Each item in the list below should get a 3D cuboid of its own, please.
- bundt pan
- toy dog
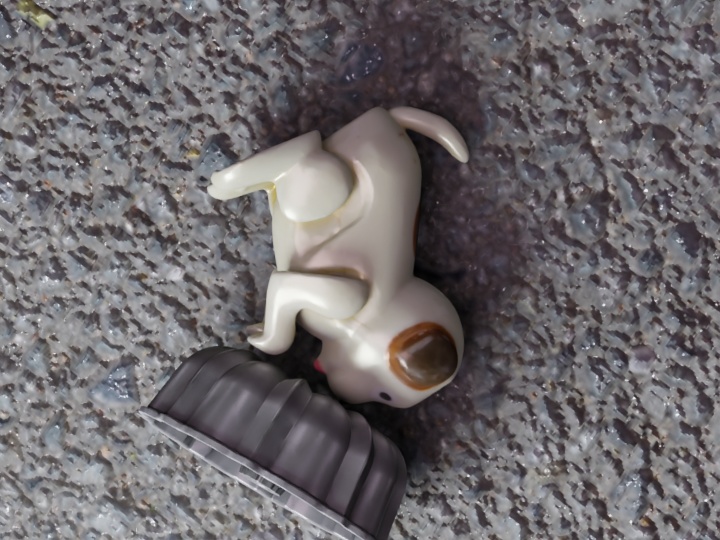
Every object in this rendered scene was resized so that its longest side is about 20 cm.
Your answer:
[{"bbox_3d":[-0.053,0.117,1.757,0.201,0.202,0.076,27,81,13],"label":"bundt pan"},{"bbox_3d":[0.000,0.000,1.753,0.193,0.139,0.201,-22,91,-14],"label":"toy dog"}]
